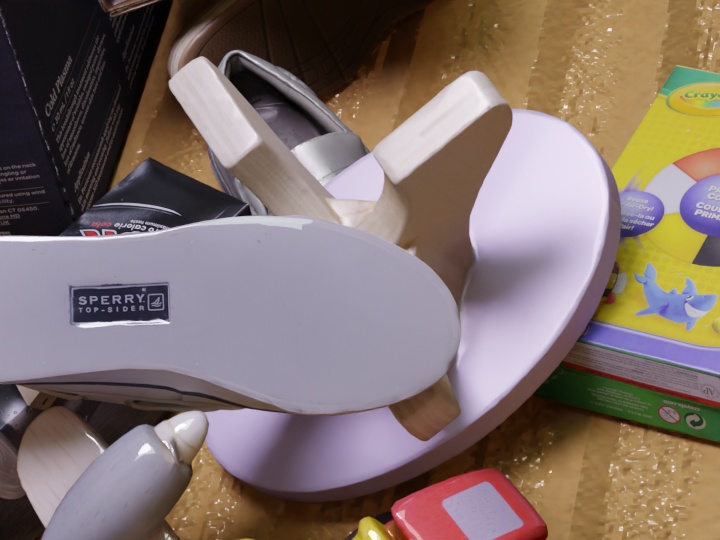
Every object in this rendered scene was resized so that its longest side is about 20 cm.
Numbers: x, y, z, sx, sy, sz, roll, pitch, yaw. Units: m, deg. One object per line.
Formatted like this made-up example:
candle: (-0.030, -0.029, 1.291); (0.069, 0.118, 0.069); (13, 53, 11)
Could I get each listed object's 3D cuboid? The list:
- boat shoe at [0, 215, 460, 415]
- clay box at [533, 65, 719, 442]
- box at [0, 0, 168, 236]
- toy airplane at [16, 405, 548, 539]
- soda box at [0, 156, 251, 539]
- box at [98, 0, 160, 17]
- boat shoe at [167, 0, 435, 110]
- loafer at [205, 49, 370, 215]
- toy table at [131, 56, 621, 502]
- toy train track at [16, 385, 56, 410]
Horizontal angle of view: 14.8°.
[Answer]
boat shoe: (-0.063, 0.021, 1.014); (0.199, 0.066, 0.072); (-3, 84, 1)
clay box: (0.159, -0.018, 1.178); (0.114, 0.048, 0.200); (13, 50, 25)
box: (-0.175, -0.141, 1.295); (0.103, 0.183, 0.201); (-1, 43, 14)
toy airplane: (-0.039, 0.148, 0.981); (0.199, 0.141, 0.200); (9, 66, 1)
soda box: (-0.127, 0.043, 1.169); (0.063, 0.071, 0.200); (25, 55, 33)
box: (-0.030, -0.180, 1.324); (0.163, 0.021, 0.200); (-19, 16, 15)
boat shoe: (-0.023, -0.137, 1.340); (0.200, 0.072, 0.065); (-38, 39, -28)
loafer: (-0.017, -0.025, 1.214); (0.070, 0.070, 0.200); (-27, 45, -15)
toy table: (0.000, 0.000, 1.097); (0.184, 0.117, 0.200); (42, 93, 28)
toy train track: (-0.161, -0.017, 1.155); (0.115, 0.032, 0.200); (-51, 51, 20)
